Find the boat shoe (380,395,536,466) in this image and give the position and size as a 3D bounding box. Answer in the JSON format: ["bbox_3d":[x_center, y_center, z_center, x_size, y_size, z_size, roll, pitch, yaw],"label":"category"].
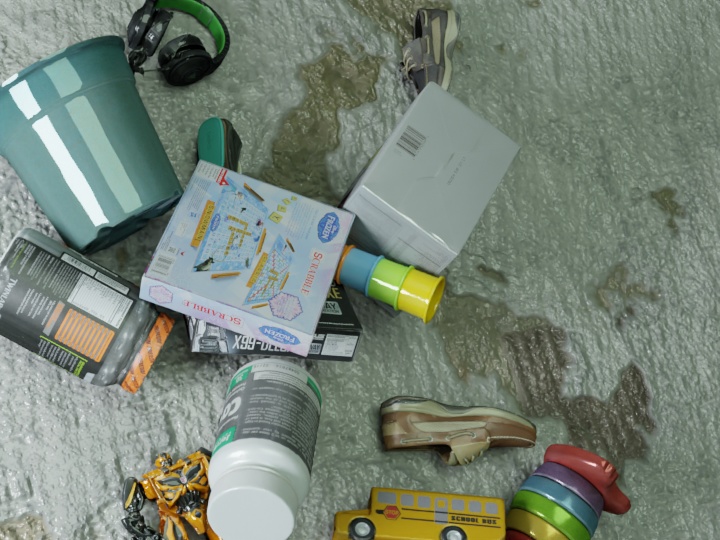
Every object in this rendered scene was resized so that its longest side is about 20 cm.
[{"bbox_3d":[0.117,0.206,1.587,0.198,0.076,0.074,9,70,-10],"label":"boat shoe"}]

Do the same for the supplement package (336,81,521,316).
[{"bbox_3d":[0.066,-0.087,1.614,0.147,0.200,0.192,36,59,-4],"label":"supplement package"}]

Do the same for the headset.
[{"bbox_3d":[-0.242,-0.295,1.639,0.123,0.094,0.200,41,48,-1],"label":"headset"}]

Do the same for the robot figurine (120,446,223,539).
[{"bbox_3d":[-0.178,0.291,1.429,0.144,0.058,0.201,-20,77,-31],"label":"robot figurine"}]

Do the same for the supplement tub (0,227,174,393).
[{"bbox_3d":[-0.317,0.049,1.441,0.199,0.123,0.123,30,60,-9],"label":"supplement tub"}]

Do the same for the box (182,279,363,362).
[{"bbox_3d":[-0.112,0.040,1.527,0.198,0.050,0.158,5,30,-20],"label":"box"}]

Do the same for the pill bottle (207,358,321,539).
[{"bbox_3d":[-0.107,0.201,1.426,0.112,0.113,0.201,23,34,-11],"label":"pill bottle"}]

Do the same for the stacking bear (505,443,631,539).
[{"bbox_3d":[0.223,0.321,1.556,0.113,0.122,0.200,20,63,38],"label":"stacking bear"}]

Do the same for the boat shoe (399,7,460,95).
[{"bbox_3d":[0.089,-0.286,1.794,0.073,0.075,0.201,15,54,-5],"label":"boat shoe"}]

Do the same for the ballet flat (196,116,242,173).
[{"bbox_3d":[-0.172,-0.099,1.594,0.068,0.068,0.201,45,41,-46],"label":"ballet flat"}]

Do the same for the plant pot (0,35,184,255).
[{"bbox_3d":[-0.315,-0.134,1.493,0.199,0.200,0.197,-29,89,-30],"label":"plant pot"}]

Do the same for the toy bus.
[{"bbox_3d":[0.067,0.302,1.500,0.198,0.065,0.079,6,48,-3],"label":"toy bus"}]

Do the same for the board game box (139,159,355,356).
[{"bbox_3d":[-0.125,-0.018,1.469,0.198,0.041,0.201,20,48,0],"label":"board game box"}]

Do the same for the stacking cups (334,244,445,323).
[{"bbox_3d":[0.000,0.000,1.543,0.199,0.061,0.061,22,59,12],"label":"stacking cups"}]
